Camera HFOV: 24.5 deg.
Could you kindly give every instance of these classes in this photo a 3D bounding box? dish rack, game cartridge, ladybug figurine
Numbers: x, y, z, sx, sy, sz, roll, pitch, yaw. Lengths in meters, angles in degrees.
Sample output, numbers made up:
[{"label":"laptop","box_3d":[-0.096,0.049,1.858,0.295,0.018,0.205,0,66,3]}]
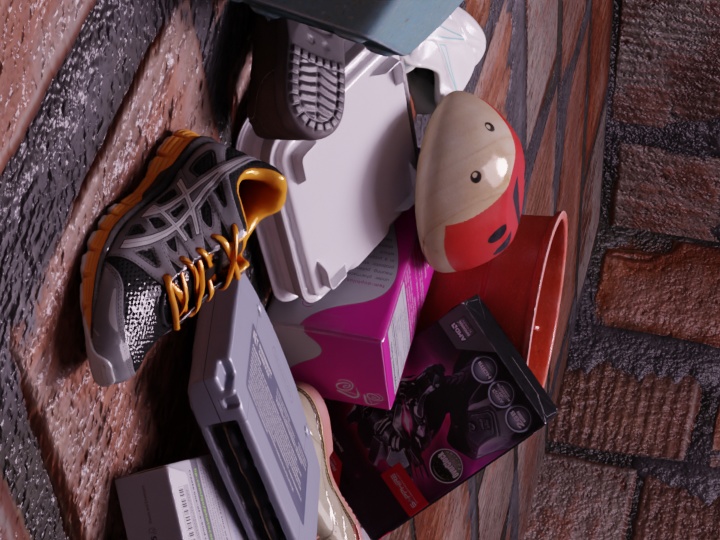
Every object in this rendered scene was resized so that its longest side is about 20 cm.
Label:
[{"label":"dish rack","box_3d":[-0.011,-0.078,1.242,0.172,0.043,0.201,-47,148,-27]},{"label":"game cartridge","box_3d":[-0.071,0.105,1.147,0.134,0.041,0.201,-94,168,-54]},{"label":"ladybug figurine","box_3d":[0.091,-0.066,1.326,0.200,0.071,0.137,61,41,-72]}]

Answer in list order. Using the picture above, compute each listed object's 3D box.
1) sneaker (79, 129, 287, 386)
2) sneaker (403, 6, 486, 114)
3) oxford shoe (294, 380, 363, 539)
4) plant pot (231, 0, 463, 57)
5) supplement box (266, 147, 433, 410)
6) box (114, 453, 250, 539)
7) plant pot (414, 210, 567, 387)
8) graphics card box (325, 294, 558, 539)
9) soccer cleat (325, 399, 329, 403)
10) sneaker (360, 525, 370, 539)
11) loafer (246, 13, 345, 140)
[{"label":"sneaker","box_3d":[-0.105,-0.011,0.969,0.079,0.076,0.201,89,18,-45]},{"label":"sneaker","box_3d":[0.029,-0.200,1.290,0.200,0.070,0.081,43,57,-37]},{"label":"oxford shoe","box_3d":[-0.049,0.191,1.312,0.074,0.070,0.202,-8,81,-69]},{"label":"plant pot","box_3d":[-0.005,-0.245,1.014,0.196,0.194,0.202,-5,114,-77]},{"label":"supplement box","box_3d":[0.000,0.000,1.374,0.104,0.100,0.201,83,22,-51]},{"label":"box","box_3d":[-0.097,0.203,1.114,0.200,0.041,0.158,5,71,-77]},{"label":"plant pot","box_3d":[0.076,0.030,1.515,0.201,0.193,0.203,9,90,-77]},{"label":"graphics card box","box_3d":[0.055,0.128,1.418,0.126,0.199,0.051,56,21,6]},{"label":"soccer cleat","box_3d":[0.006,0.151,1.590,0.200,0.068,0.086,21,75,-82]},{"label":"sneaker","box_3d":[-0.017,0.234,1.477,0.082,0.074,0.200,-60,176,25]},{"label":"loafer","box_3d":[-0.051,-0.178,1.139,0.073,0.071,0.202,28,57,-38]}]
